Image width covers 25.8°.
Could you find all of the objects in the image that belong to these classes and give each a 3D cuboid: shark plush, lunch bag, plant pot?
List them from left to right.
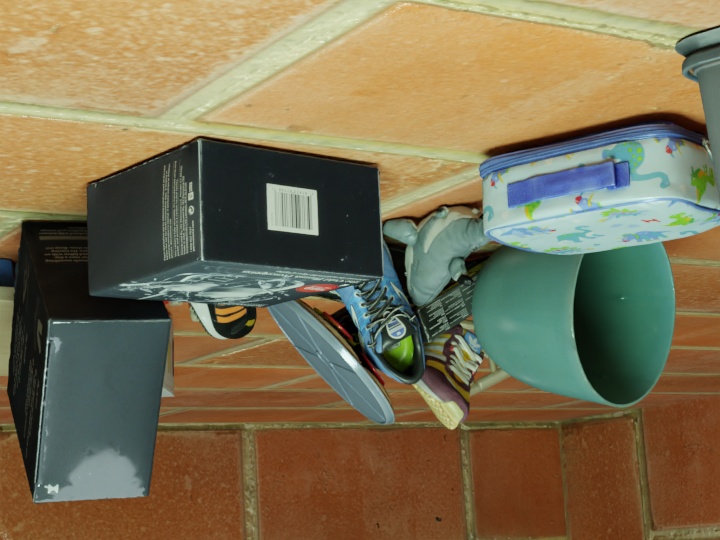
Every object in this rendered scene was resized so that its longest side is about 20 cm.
[{"bbox_3d":[0.107,-0.020,1.590,0.090,0.084,0.199,5,167,-38],"label":"shark plush"},{"bbox_3d":[0.218,0.039,1.681,0.160,0.203,0.200,1,176,43],"label":"plant pot"},{"bbox_3d":[0.212,-0.070,1.362,0.199,0.083,0.160,-11,168,36],"label":"lunch bag"}]

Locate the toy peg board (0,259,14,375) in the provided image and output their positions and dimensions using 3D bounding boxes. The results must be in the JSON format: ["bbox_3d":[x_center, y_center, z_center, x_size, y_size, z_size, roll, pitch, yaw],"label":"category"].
[{"bbox_3d":[-0.410,0.035,1.770,0.199,0.099,0.199,4,152,-38],"label":"toy peg board"}]

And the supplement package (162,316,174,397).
[{"bbox_3d":[-0.332,0.104,2.051,0.154,0.112,0.200,-3,170,1],"label":"supplement package"}]

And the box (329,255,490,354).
[{"bbox_3d":[0.061,0.042,1.826,0.192,0.048,0.199,-10,-167,42],"label":"box"}]

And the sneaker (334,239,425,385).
[{"bbox_3d":[0.023,0.034,1.625,0.078,0.201,0.089,-32,-151,-9],"label":"sneaker"}]

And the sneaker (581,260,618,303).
[{"bbox_3d":[0.255,0.002,1.844,0.079,0.076,0.200,-9,-178,-24],"label":"sneaker"}]

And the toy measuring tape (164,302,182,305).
[{"bbox_3d":[-0.228,0.011,1.699,0.073,0.074,0.200,-2,169,-6],"label":"toy measuring tape"}]

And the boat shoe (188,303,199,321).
[{"bbox_3d":[-0.105,0.015,1.779,0.198,0.063,0.071,-8,167,16],"label":"boat shoe"}]

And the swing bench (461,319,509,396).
[{"bbox_3d":[0.233,0.097,2.170,0.198,0.131,0.199,-8,170,-7],"label":"swing bench"}]

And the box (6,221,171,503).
[{"bbox_3d":[-0.265,0.084,1.508,0.116,0.198,0.200,0,-152,-20],"label":"box"}]

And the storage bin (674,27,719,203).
[{"bbox_3d":[0.332,-0.095,1.121,0.145,0.136,0.199,-12,168,39],"label":"storage bin"}]

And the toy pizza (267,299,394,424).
[{"bbox_3d":[-0.028,0.087,1.705,0.032,0.200,0.200,-43,178,-13],"label":"toy pizza"}]

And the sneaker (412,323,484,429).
[{"bbox_3d":[0.097,0.103,1.732,0.090,0.075,0.200,-37,-160,1],"label":"sneaker"}]

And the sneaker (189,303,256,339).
[{"bbox_3d":[-0.129,0.020,1.665,0.089,0.071,0.200,-2,154,15],"label":"sneaker"}]

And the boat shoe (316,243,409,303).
[{"bbox_3d":[0.000,0.000,1.700,0.199,0.073,0.067,5,166,-37],"label":"boat shoe"}]

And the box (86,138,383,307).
[{"bbox_3d":[-0.111,-0.035,1.387,0.199,0.105,0.181,6,168,-39],"label":"box"}]
